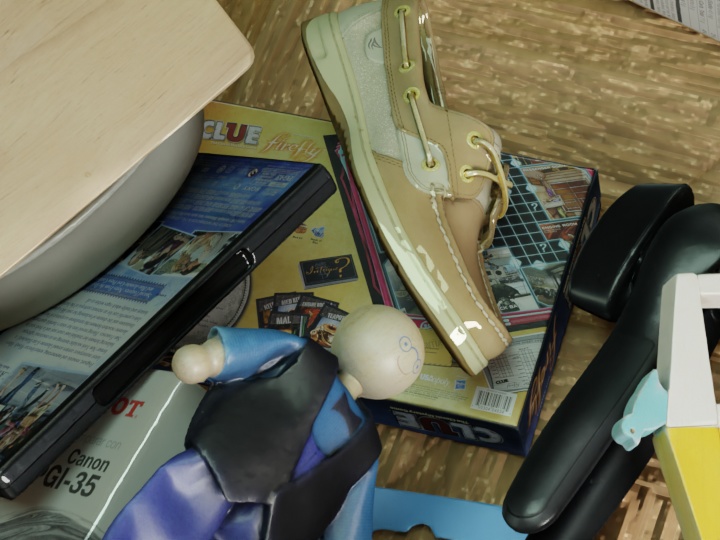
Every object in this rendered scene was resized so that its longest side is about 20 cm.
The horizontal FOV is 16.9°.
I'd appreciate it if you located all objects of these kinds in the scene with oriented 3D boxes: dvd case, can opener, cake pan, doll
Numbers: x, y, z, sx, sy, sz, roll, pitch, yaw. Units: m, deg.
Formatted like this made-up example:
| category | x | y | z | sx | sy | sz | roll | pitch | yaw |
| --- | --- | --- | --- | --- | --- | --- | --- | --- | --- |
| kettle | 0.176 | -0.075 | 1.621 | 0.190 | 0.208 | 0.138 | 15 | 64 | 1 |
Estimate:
| category | x | y | z | sx | sy | sz | roll | pitch | yaw |
| --- | --- | --- | --- | --- | --- | --- | --- | --- | --- |
| dvd case | -0.116 | 0.018 | 1.056 | 0.200 | 0.018 | 0.142 | -44 | 27 | -23 |
| can opener | 0.118 | 0.047 | 1.050 | 0.078 | 0.063 | 0.200 | 0 | 50 | 41 |
| cake pan | -0.153 | -0.042 | 1.120 | 0.200 | 0.037 | 0.201 | -26 | 32 | 18 |
| doll | -0.039 | 0.090 | 0.974 | 0.048 | 0.137 | 0.200 | -1 | 42 | 50 |

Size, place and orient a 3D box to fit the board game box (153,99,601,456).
| category | x | y | z | sx | sy | sz | roll | pitch | yaw |
| --- | --- | --- | --- | --- | --- | --- | --- | --- | --- |
| board game box | 0.000 | 0.000 | 1.131 | 0.199 | 0.035 | 0.136 | 12 | 67 | 18 |

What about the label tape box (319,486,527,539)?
| category | x | y | z | sx | sy | sz | roll | pitch | yaw |
| --- | --- | --- | --- | --- | --- | --- | --- | --- | --- |
| label tape box | 0.003 | 0.178 | 1.023 | 0.143 | 0.066 | 0.201 | 8 | 67 | 16 |

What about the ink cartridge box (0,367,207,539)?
| category | x | y | z | sx | sy | sz | roll | pitch | yaw |
| --- | --- | --- | --- | --- | --- | --- | --- | --- | --- |
| ink cartridge box | -0.134 | 0.139 | 1.028 | 0.146 | 0.083 | 0.200 | 4 | 59 | 53 |

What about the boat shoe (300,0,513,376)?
| category | x | y | z | sx | sy | sz | roll | pitch | yaw |
| --- | --- | --- | --- | --- | --- | --- | --- | --- | --- |
| boat shoe | 0.032 | -0.047 | 1.086 | 0.066 | 0.074 | 0.201 | -25 | 60 | 5 |

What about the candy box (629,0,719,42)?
| category | x | y | z | sx | sy | sz | roll | pitch | yaw |
| --- | --- | --- | --- | --- | --- | --- | --- | --- | --- |
| candy box | 0.164 | -0.184 | 1.176 | 0.200 | 0.055 | 0.116 | 28 | 72 | 24 |

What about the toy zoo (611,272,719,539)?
| category | x | y | z | sx | sy | sz | roll | pitch | yaw |
| --- | --- | --- | --- | --- | --- | --- | --- | --- | --- |
| toy zoo | 0.200 | 0.065 | 1.007 | 0.199 | 0.020 | 0.132 | -2 | 73 | -13 |

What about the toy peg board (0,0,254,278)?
| category | x | y | z | sx | sy | sz | roll | pitch | yaw |
| --- | --- | --- | --- | --- | --- | --- | --- | --- | --- |
| toy peg board | -0.188 | -0.107 | 1.034 | 0.200 | 0.098 | 0.199 | -41 | 106 | -8 |
